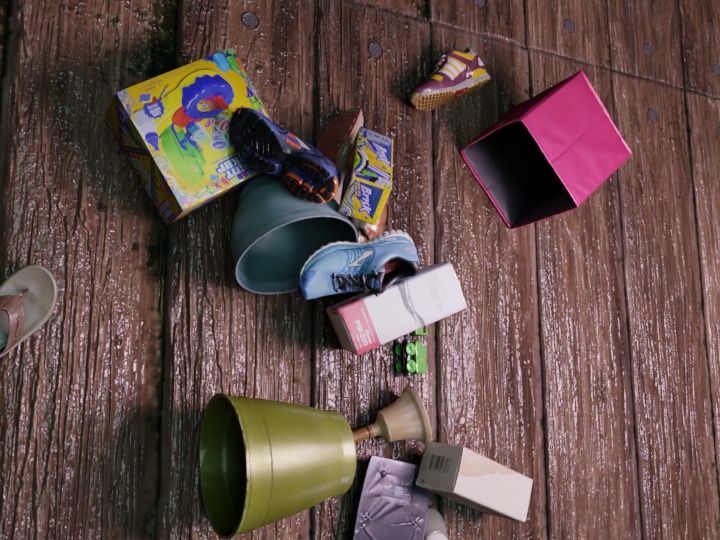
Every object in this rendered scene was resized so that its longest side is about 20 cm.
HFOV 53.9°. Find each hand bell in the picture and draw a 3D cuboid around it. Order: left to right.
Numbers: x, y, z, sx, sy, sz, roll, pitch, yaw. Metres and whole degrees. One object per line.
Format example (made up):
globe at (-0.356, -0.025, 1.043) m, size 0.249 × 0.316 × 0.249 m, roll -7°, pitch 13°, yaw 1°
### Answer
hand bell at (0.008, 0.275, 1.192) m, size 0.199 × 0.104 × 0.105 m, roll -17°, pitch 89°, yaw -15°

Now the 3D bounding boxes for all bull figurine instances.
bull figurine at (0.010, -0.079, 1.235) m, size 0.065 × 0.121 × 0.201 m, roll -1°, pitch 68°, yaw 16°

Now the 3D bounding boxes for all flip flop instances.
flip flop at (-0.497, 0.074, 0.968) m, size 0.081 × 0.058 × 0.200 m, roll 49°, pitch 64°, yaw -12°

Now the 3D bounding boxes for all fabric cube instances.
fabric cube at (0.358, -0.231, 1.378) m, size 0.199 × 0.196 × 0.200 m, roll -40°, pitch 100°, yaw -26°

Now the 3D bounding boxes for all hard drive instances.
hard drive at (0.045, 0.423, 1.195) m, size 0.134 × 0.042 × 0.201 m, roll 18°, pitch 73°, yaw -23°

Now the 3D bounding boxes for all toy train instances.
toy train at (0.093, 0.092, 1.278) m, size 0.056 × 0.042 × 0.201 m, roll 7°, pitch 78°, yaw -36°

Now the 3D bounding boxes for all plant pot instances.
plant pot at (-0.117, 0.280, 1.055) m, size 0.192 × 0.200 × 0.201 m, roll 3°, pitch 80°, yaw -31°
plant pot at (-0.120, -0.073, 1.126) m, size 0.200 × 0.201 × 0.135 m, roll -7°, pitch 58°, yaw -28°

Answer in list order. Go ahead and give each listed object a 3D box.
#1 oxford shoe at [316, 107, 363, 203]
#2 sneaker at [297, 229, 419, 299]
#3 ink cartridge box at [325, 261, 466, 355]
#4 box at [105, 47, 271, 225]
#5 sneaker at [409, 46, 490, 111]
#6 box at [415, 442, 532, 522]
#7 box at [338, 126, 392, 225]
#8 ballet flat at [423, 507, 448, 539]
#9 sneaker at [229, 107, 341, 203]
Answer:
oxford shoe at (-0.037, -0.198, 1.256) m, size 0.074 × 0.071 × 0.201 m, roll 44°, pitch 61°, yaw -43°
sneaker at (0.000, 0.000, 1.088) m, size 0.199 × 0.090 × 0.079 m, roll -19°, pitch 131°, yaw -10°
ink cartridge box at (0.056, 0.061, 1.175) m, size 0.199 × 0.146 × 0.085 m, roll -24°, pitch 92°, yaw -10°
box at (-0.252, -0.207, 1.105) m, size 0.200 × 0.122 × 0.193 m, roll -33°, pitch 98°, yaw -27°
sneaker at (0.159, -0.377, 1.377) m, size 0.200 × 0.075 × 0.090 m, roll -25°, pitch 85°, yaw -34°
box at (0.201, 0.369, 1.233) m, size 0.200 × 0.095 × 0.078 m, roll 32°, pitch 65°, yaw -34°
box at (0.011, -0.153, 1.122) m, size 0.064 × 0.070 × 0.200 m, roll 18°, pitch 31°, yaw -7°
ballet flat at (0.132, 0.514, 1.213) m, size 0.067 × 0.064 × 0.201 m, roll 9°, pitch 77°, yaw -26°
sneaker at (-0.111, -0.172, 1.056) m, size 0.200 × 0.075 × 0.078 m, roll 40°, pitch 24°, yaw 5°
